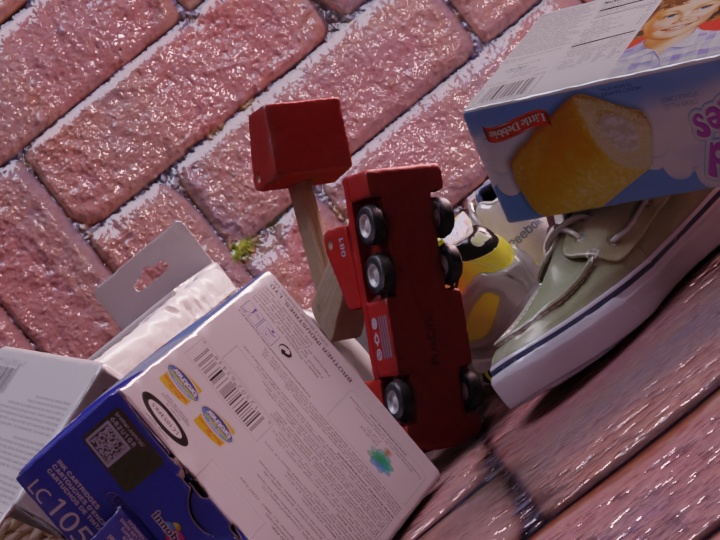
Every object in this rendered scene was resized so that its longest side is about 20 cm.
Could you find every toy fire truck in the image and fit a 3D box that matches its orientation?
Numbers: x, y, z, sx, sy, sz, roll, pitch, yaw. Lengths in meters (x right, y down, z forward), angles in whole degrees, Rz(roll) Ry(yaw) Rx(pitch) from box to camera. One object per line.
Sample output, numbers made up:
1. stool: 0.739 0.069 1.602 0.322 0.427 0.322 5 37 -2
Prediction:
1. toy fire truck: 0.000 0.000 1.104 0.049 0.200 0.141 -8 -3 -26

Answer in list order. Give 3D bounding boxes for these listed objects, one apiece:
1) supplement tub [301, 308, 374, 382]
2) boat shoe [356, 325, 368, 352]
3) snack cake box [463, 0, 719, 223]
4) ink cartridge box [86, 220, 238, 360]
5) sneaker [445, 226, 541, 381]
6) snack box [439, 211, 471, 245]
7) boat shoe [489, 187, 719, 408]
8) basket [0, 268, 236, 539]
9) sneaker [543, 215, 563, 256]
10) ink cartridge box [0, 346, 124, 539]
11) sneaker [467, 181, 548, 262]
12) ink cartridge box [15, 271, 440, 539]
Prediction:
1. supplement tub: -0.081 0.112 1.189 0.123 0.123 0.200 -41 2 -43
2. boat shoe: 0.034 0.043 1.388 0.091 0.071 0.200 -32 2 -28
3. snack cake box: 0.164 -0.093 0.996 0.200 0.067 0.115 -10 25 34
4. ink cartridge box: -0.123 0.078 1.534 0.116 0.200 0.068 -38 0 32
5. sneaker: 0.052 0.026 1.165 0.075 0.076 0.200 -40 3 -31
6. snack box: 0.018 0.043 1.708 0.200 0.068 0.169 -37 2 11
7. boat shoe: 0.123 -0.007 1.027 0.200 0.062 0.072 -40 2 -34
8. basket: -0.152 0.134 1.415 0.200 0.161 0.198 -38 2 30
9. sneaker: 0.140 -0.075 1.185 0.076 0.116 0.200 -12 7 15
10. ink cartridge box: -0.213 0.130 1.199 0.176 0.045 0.200 -58 22 -13
11. sneaker: 0.110 -0.025 1.339 0.075 0.087 0.200 -41 1 -1
12. ink cartridge box: -0.060 0.098 0.929 0.076 0.136 0.200 -40 1 26
